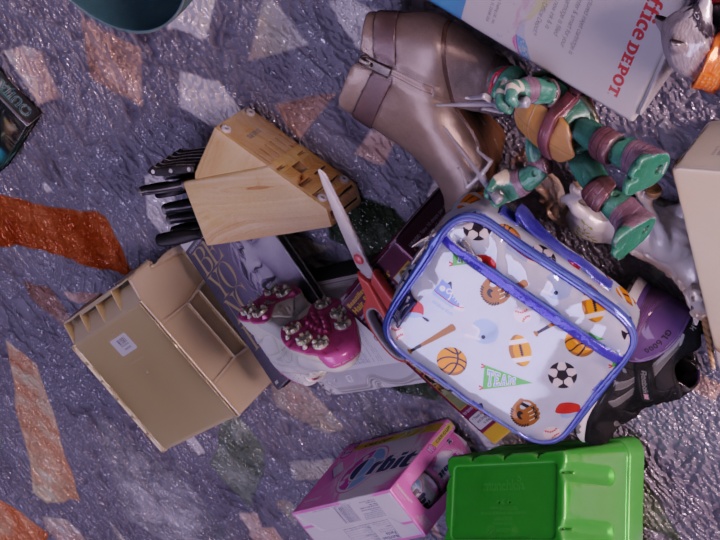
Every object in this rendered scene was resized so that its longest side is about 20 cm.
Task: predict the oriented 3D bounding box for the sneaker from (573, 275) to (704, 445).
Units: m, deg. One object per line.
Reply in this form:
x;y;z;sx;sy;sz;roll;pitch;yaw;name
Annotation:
0.249;0.101;1.384;0.087;0.076;0.201;25;140;14;sneaker

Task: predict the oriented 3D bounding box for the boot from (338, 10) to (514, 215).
0.051;-0.123;1.329;0.145;0.070;0.201;19;119;7;boot

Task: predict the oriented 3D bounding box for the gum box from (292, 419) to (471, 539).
0.029;0.233;1.682;0.066;0.114;0.199;51;144;-12;gum box

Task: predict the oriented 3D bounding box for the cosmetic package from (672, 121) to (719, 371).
0.317;-0.011;1.207;0.103;0.073;0.201;7;129;39;cosmetic package

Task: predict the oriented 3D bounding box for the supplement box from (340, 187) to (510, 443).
0.102;0.039;1.431;0.200;0.103;0.131;43;144;0;supplement box

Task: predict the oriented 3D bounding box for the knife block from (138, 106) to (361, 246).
-0.118;-0.059;1.540;0.199;0.064;0.176;35;127;11;knife block

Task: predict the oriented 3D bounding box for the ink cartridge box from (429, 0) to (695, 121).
0.154;-0.225;1.138;0.199;0.085;0.145;34;143;13;ink cartridge box

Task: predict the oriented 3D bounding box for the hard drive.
0.000;0.057;1.603;0.199;0.038;0.140;-11;117;49;hard drive

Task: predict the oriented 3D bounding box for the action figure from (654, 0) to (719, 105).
0.290;-0.157;1.022;0.191;0.105;0.201;2;149;0;action figure

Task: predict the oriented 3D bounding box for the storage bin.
-0.217;0.089;1.793;0.199;0.094;0.200;51;144;-8;storage bin

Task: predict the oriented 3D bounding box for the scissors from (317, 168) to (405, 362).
0.000;0.000;1.391;0.073;0.014;0.201;-17;114;52;scissors

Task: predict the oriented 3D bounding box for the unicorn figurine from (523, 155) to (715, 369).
0.230;-0.033;1.278;0.200;0.074;0.138;35;157;35;unicorn figurine

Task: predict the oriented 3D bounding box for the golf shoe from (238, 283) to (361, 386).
-0.045;0.073;1.518;0.200;0.075;0.092;24;143;62;golf shoe

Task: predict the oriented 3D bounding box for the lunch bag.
0.123;0.035;1.297;0.199;0.076;0.161;34;118;-2;lunch bag

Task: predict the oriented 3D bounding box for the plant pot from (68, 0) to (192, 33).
-0.182;-0.320;1.318;0.199;0.135;0.201;25;140;24;plant pot

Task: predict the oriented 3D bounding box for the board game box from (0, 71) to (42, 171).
-0.456;-0.213;1.773;0.200;0.028;0.135;47;145;-4;board game box

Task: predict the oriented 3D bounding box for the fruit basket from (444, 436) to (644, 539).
0.206;0.246;1.542;0.213;0.157;0.216;3;168;1;fruit basket

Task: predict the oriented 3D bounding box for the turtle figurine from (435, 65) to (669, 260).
0.142;-0.103;1.196;0.200;0.101;0.150;39;164;31;turtle figurine

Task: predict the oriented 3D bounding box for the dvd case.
-0.107;0.010;1.626;0.201;0.016;0.149;56;141;9;dvd case
